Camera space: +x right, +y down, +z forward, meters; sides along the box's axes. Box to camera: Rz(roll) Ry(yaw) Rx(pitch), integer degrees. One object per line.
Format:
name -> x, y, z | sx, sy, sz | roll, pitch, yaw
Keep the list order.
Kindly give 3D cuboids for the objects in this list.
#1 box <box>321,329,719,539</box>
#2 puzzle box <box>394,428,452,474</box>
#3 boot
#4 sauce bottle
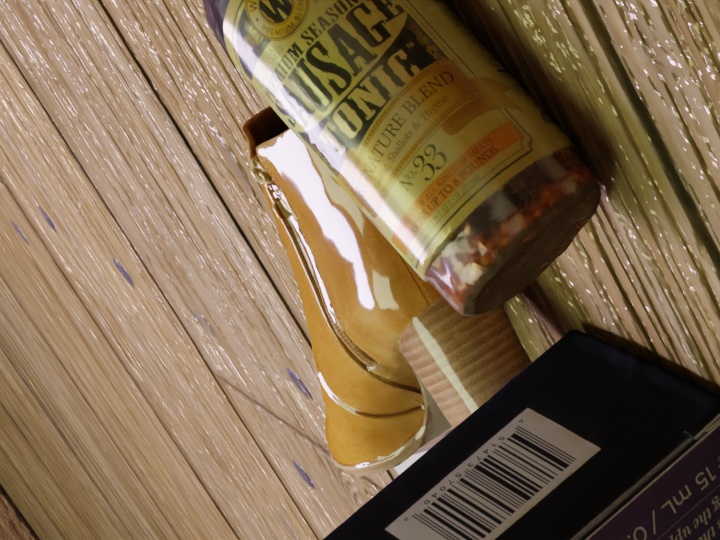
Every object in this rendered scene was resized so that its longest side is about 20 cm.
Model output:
box -> 0.089, 0.148, 0.930 | 0.200, 0.148, 0.104 | 57, 165, -27
puzzle box -> 0.082, 0.119, 1.132 | 0.133, 0.025, 0.200 | 53, 166, -2
boot -> 0.000, 0.000, 1.034 | 0.144, 0.071, 0.201 | 58, 163, -1
sauce bottle -> -0.010, -0.076, 0.845 | 0.200, 0.066, 0.066 | 47, 166, 14
